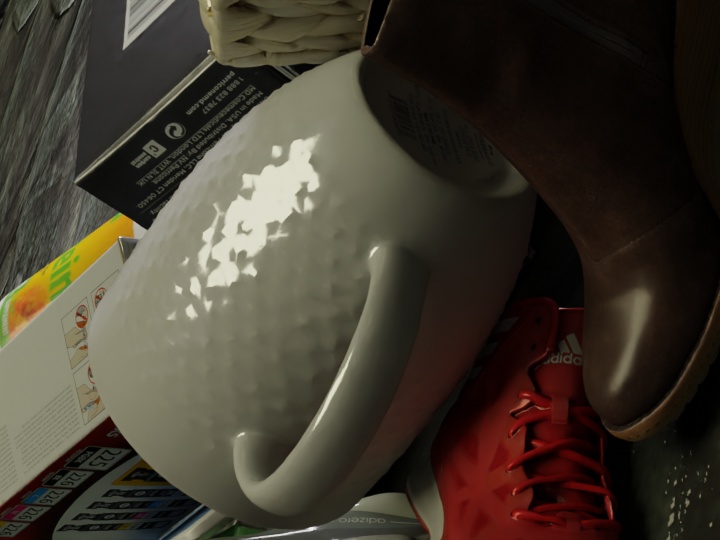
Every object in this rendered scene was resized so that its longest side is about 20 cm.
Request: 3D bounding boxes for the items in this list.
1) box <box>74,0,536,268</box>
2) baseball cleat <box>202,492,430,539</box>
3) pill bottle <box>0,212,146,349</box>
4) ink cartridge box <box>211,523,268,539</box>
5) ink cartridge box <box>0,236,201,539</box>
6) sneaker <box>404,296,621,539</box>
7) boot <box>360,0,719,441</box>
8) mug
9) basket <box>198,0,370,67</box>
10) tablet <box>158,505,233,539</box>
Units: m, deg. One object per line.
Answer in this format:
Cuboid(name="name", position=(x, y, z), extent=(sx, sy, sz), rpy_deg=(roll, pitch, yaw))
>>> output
Cuboid(name="box", position=(-0.026, -0.091, 0.972), extent=(0.124, 0.196, 0.200), rpy_deg=(-38, 35, 30))
Cuboid(name="baseball cleat", position=(-0.042, 0.154, 0.874), extent=(0.070, 0.200, 0.106), rpy_deg=(71, 166, -16))
Cuboid(name="pill bottle", position=(-0.117, 0.014, 1.154), extent=(0.200, 0.111, 0.111), rpy_deg=(-33, 38, 27))
Cuboid(name="ink cartridge box", position=(-0.065, 0.249, 1.012), extent=(0.146, 0.084, 0.200), rpy_deg=(140, 141, -61))
Cuboid(name="ink cartridge box", position=(-0.100, 0.071, 1.044), extent=(0.200, 0.175, 0.084), rpy_deg=(-39, 58, 41))
Cuboid(name="sneaker", position=(0.071, 0.073, 0.773), extent=(0.200, 0.078, 0.116), rpy_deg=(-132, 59, -68))
Cuboid(name="boot", position=(0.067, -0.050, 0.732), extent=(0.072, 0.166, 0.201), rpy_deg=(-15, 59, 58))
Cuboid(name="mug", position=(-0.012, 0.014, 0.798), extent=(0.175, 0.147, 0.200), rpy_deg=(-52, 20, 32))
Cuboid(name="basket", position=(-0.014, -0.193, 0.833), extent=(0.124, 0.135, 0.200), rpy_deg=(96, 165, -47))
Cuboid(name="tablet", position=(-0.066, 0.124, 1.081), extent=(0.130, 0.014, 0.200), rpy_deg=(-37, -1, -22))
